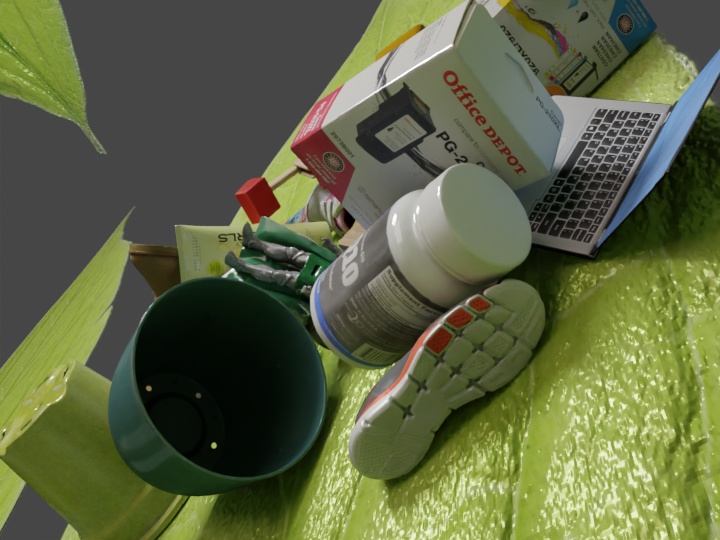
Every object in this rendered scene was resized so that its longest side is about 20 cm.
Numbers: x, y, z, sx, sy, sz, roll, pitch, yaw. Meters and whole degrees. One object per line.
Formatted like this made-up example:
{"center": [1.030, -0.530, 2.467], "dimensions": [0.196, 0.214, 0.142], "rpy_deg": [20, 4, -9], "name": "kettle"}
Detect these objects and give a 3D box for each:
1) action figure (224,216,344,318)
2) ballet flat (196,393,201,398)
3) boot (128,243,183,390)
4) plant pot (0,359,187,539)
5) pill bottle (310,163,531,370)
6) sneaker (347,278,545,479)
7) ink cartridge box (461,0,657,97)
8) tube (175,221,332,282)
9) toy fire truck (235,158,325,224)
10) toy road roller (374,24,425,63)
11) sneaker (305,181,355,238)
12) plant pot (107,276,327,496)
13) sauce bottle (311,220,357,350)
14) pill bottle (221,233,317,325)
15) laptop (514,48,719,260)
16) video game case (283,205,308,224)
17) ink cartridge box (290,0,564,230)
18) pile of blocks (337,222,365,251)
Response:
{"center": [-0.041, 0.009, 0.832], "dimensions": [0.055, 0.199, 0.118], "rpy_deg": [92, -160, -59], "name": "action figure"}
{"center": [-0.132, 0.126, 0.945], "dimensions": [0.200, 0.046, 0.068], "rpy_deg": [-34, 57, 23], "name": "ballet flat"}
{"center": [-0.258, 0.073, 1.043], "dimensions": [0.175, 0.066, 0.201], "rpy_deg": [37, -124, -76], "name": "boot"}
{"center": [-0.312, 0.210, 0.927], "dimensions": [0.200, 0.184, 0.201], "rpy_deg": [-38, 23, 19], "name": "plant pot"}
{"center": [0.049, 0.000, 0.693], "dimensions": [0.200, 0.114, 0.114], "rpy_deg": [-42, 17, 46], "name": "pill bottle"}
{"center": [0.060, 0.077, 0.645], "dimensions": [0.200, 0.077, 0.082], "rpy_deg": [-43, 15, 4], "name": "sneaker"}
{"center": [0.196, -0.265, 0.913], "dimensions": [0.200, 0.147, 0.145], "rpy_deg": [-44, 21, 3], "name": "ink cartridge box"}
{"center": [-0.136, -0.028, 1.028], "dimensions": [0.052, 0.199, 0.058], "rpy_deg": [110, 149, -55], "name": "tube"}
{"center": [-0.060, -0.143, 1.066], "dimensions": [0.141, 0.049, 0.200], "rpy_deg": [-9, 28, 42], "name": "toy fire truck"}
{"center": [0.082, -0.233, 1.064], "dimensions": [0.123, 0.146, 0.200], "rpy_deg": [-29, 26, 36], "name": "toy road roller"}
{"center": [-0.019, -0.085, 1.070], "dimensions": [0.200, 0.081, 0.088], "rpy_deg": [-16, 33, 53], "name": "sneaker"}
{"center": [-0.158, 0.131, 0.791], "dimensions": [0.161, 0.200, 0.201], "rpy_deg": [-40, 18, 45], "name": "plant pot"}
{"center": [0.000, 0.000, 0.901], "dimensions": [0.066, 0.066, 0.200], "rpy_deg": [-22, 32, 45], "name": "sauce bottle"}
{"center": [-0.128, 0.045, 0.987], "dimensions": [0.200, 0.114, 0.115], "rpy_deg": [-36, 23, 23], "name": "pill bottle"}
{"center": [0.200, -0.118, 0.667], "dimensions": [0.199, 0.116, 0.188], "rpy_deg": [16, 59, 38], "name": "laptop"}
{"center": [-0.058, -0.092, 1.243], "dimensions": [0.200, 0.017, 0.143], "rpy_deg": [-38, 22, 17], "name": "video game case"}
{"center": [0.060, -0.123, 0.718], "dimensions": [0.200, 0.145, 0.085], "rpy_deg": [-24, 30, 40], "name": "ink cartridge box"}
{"center": [0.073, -0.032, 0.815], "dimensions": [0.199, 0.062, 0.082], "rpy_deg": [-12, 37, 36], "name": "pile of blocks"}
